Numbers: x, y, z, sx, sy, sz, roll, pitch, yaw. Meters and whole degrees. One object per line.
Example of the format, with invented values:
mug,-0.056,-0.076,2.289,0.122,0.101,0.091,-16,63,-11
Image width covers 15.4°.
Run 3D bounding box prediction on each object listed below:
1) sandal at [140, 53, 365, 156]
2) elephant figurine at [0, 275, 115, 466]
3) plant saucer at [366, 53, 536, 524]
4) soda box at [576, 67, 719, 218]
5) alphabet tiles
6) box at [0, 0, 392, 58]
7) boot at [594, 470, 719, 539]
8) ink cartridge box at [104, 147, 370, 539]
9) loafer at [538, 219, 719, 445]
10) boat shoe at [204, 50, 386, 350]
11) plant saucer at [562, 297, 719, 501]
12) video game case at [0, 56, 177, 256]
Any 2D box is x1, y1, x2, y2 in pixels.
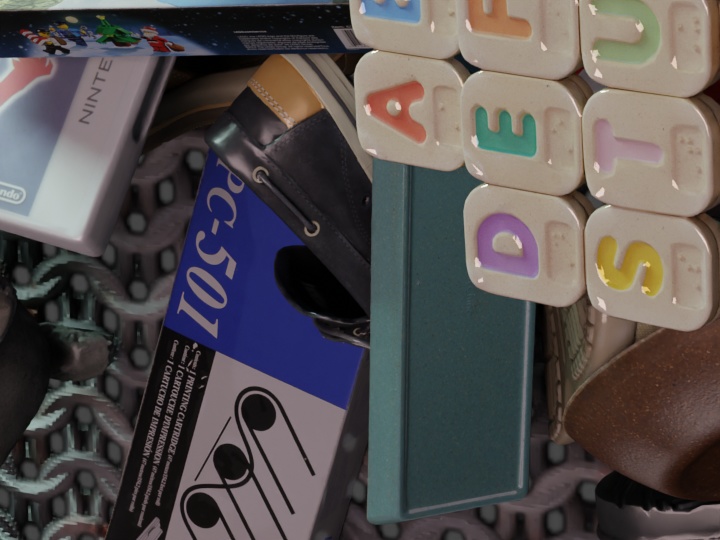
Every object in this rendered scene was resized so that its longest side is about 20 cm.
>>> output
sandal,-0.086,-0.084,1.118,0.199,0.080,0.054,-15,109,23
elephant figurine,-0.207,0.014,1.112,0.141,0.156,0.200,14,143,16
plant saucer,0.038,0.002,1.003,0.019,0.070,0.201,-141,48,-59
soda box,0.117,-0.069,1.021,0.199,0.063,0.070,18,113,21
alphabet tiles,0.073,-0.080,0.859,0.195,0.015,0.201,12,116,36
box,-0.065,-0.148,0.996,0.199,0.038,0.137,1,66,22
boot,0.193,0.158,1.046,0.199,0.076,0.169,-4,106,22
ink cartridge box,-0.040,0.044,1.150,0.094,0.044,0.201,23,112,18
loafer,0.105,0.023,1.005,0.068,0.200,0.076,-5,83,-1
boat shoe,0.000,0.000,1.036,0.062,0.075,0.200,-36,127,-7
plant saucer,0.172,0.040,0.954,0.200,0.200,0.037,-30,67,30
video game case,-0.157,-0.115,1.065,0.199,0.023,0.183,15,80,25
